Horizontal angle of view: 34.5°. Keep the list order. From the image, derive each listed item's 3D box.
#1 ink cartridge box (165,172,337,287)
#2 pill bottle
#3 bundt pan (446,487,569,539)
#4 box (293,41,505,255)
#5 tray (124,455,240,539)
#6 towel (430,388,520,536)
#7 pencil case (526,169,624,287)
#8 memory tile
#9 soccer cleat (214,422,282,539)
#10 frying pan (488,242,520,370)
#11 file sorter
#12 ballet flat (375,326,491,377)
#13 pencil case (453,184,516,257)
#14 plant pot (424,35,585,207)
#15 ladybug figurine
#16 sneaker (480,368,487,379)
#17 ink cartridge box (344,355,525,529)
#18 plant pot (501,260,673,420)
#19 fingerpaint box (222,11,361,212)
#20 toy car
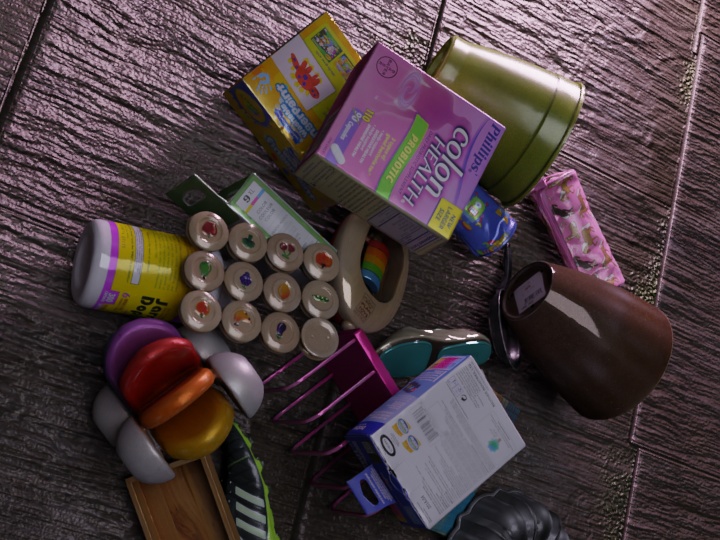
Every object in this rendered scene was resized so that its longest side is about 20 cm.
[{"bbox_3d":[-0.135,-0.060,1.442,0.200,0.104,0.059,42,64,-16],"label":"ink cartridge box"},{"bbox_3d":[-0.233,0.008,1.375,0.199,0.104,0.105,11,76,-27],"label":"pill bottle"},{"bbox_3d":[0.209,0.398,1.557,0.201,0.076,0.203,-1,91,-35],"label":"bundt pan"},{"bbox_3d":[0.050,-0.151,1.461,0.200,0.097,0.176,33,70,-11],"label":"box"},{"bbox_3d":[-0.194,0.319,1.361,0.098,0.037,0.201,-19,91,2],"label":"tray"},{"bbox_3d":[0.134,0.250,1.519,0.200,0.022,0.147,-60,147,-5],"label":"towel"},{"bbox_3d":[0.316,-0.050,1.708,0.083,0.087,0.201,-25,94,1],"label":"pencil case"},{"bbox_3d":[-0.114,0.019,1.354,0.199,0.017,0.154,15,63,-25],"label":"memory tile"},{"bbox_3d":[-0.147,0.286,1.403,0.081,0.068,0.201,-15,89,-18],"label":"soccer cleat"},{"bbox_3d":[0.198,0.047,1.628,0.115,0.031,0.191,22,59,-69],"label":"frying pan"},{"bbox_3d":[-0.022,0.193,1.446,0.125,0.139,0.200,-36,99,-26],"label":"file sorter"},{"bbox_3d":[0.086,0.104,1.562,0.199,0.069,0.070,2,81,-35],"label":"ballet flat"},{"bbox_3d":[0.125,-0.100,1.609,0.200,0.078,0.087,41,71,-18],"label":"pencil case"},{"bbox_3d":[0.174,-0.222,1.608,0.193,0.200,0.201,30,68,-9],"label":"plant pot"},{"bbox_3d":[0.000,0.000,1.506,0.136,0.072,0.200,52,41,-31],"label":"ladybug figurine"},{"bbox_3d":[0.111,0.172,1.541,0.200,0.076,0.081,6,77,-56],"label":"sneaker"},{"bbox_3d":[0.078,0.210,1.372,0.200,0.076,0.137,-36,99,-26],"label":"ink cartridge box"},{"bbox_3d":[0.294,0.077,1.597,0.200,0.187,0.187,35,66,-28],"label":"plant pot"},{"bbox_3d":[-0.054,-0.207,1.529,0.167,0.073,0.200,-45,104,-27],"label":"fingerpaint box"},{"bbox_3d":[-0.223,0.124,1.301,0.175,0.200,0.150,-38,124,-13],"label":"toy car"}]
